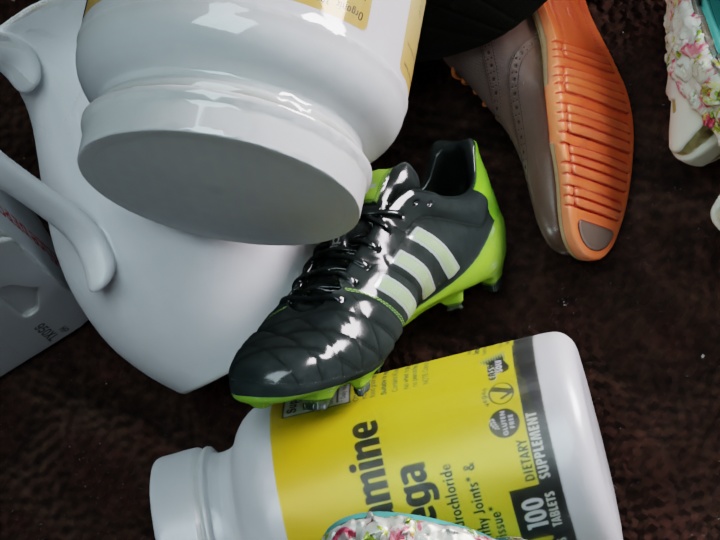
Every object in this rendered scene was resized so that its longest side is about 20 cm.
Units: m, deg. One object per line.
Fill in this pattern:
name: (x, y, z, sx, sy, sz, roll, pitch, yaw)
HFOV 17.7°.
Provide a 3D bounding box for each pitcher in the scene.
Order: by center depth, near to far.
pitcher: (-0.112, -0.039, 1.076, 0.121, 0.171, 0.200, -27, 94, 39)

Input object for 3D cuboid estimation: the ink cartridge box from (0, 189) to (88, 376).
ink cartridge box: (-0.229, -0.053, 1.131, 0.084, 0.145, 0.200, -34, 69, 1)

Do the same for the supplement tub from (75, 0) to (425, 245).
supplement tub: (-0.042, -0.125, 0.996, 0.144, 0.144, 0.201, 6, 70, 13)

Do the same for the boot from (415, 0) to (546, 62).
boot: (0.011, -0.176, 1.127, 0.203, 0.073, 0.154, -23, 61, 41)

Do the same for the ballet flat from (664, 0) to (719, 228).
ballet flat: (0.183, -0.054, 1.082, 0.064, 0.076, 0.200, -40, 62, 25)

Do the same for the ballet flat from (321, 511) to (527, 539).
ballet flat: (0.071, 0.159, 0.987, 0.076, 0.200, 0.064, -50, 30, 33)

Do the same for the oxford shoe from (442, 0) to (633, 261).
oxford shoe: (0.083, -0.094, 1.133, 0.073, 0.071, 0.201, -19, 67, 31)

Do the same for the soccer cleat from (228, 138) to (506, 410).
soccer cleat: (0.000, 0.000, 1.051, 0.067, 0.200, 0.081, 0, 112, 35)

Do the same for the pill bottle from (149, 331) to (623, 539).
pill bottle: (0.012, 0.103, 1.049, 0.199, 0.112, 0.113, -14, 70, 7)
